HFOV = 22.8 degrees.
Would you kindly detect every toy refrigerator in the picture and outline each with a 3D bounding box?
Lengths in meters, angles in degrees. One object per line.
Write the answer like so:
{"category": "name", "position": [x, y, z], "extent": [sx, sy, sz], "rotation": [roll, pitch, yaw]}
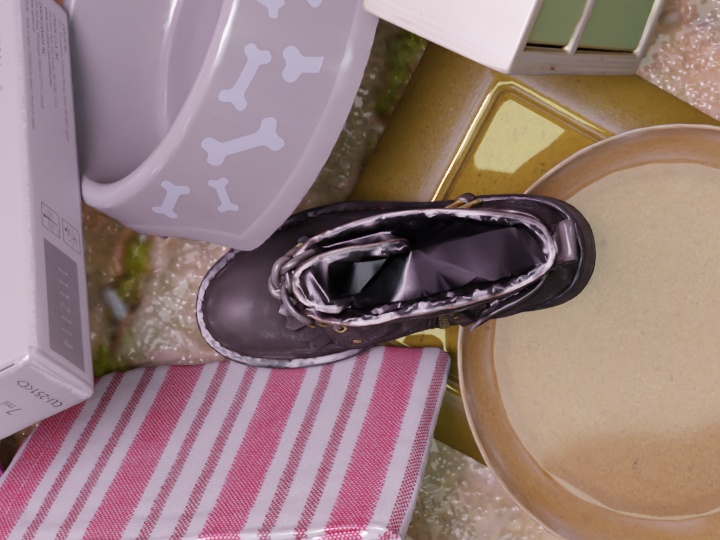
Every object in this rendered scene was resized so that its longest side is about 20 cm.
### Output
{"category": "toy refrigerator", "position": [0.077, -0.123, 0.717], "extent": [0.070, 0.200, 0.077], "rotation": [27, 104, 18]}

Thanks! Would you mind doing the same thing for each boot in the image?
{"category": "boot", "position": [0.000, 0.000, 0.710], "extent": [0.198, 0.174, 0.070], "rotation": [-13, 88, 17]}

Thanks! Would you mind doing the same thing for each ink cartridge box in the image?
{"category": "ink cartridge box", "position": [-0.198, -0.009, 0.741], "extent": [0.175, 0.202, 0.045], "rotation": [-24, 143, 19]}

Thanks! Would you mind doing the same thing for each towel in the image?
{"category": "towel", "position": [-0.063, 0.085, 0.774], "extent": [0.198, 0.147, 0.030], "rotation": [-6, 118, 16]}

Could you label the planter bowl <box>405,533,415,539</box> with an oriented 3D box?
{"category": "planter bowl", "position": [-0.037, 0.173, 0.800], "extent": [0.199, 0.200, 0.136], "rotation": [31, 68, -6]}

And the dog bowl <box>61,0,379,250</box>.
{"category": "dog bowl", "position": [-0.067, -0.106, 0.738], "extent": [0.058, 0.200, 0.202], "rotation": [15, 98, -31]}

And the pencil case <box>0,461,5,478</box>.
{"category": "pencil case", "position": [-0.200, 0.091, 0.822], "extent": [0.093, 0.091, 0.202], "rotation": [-22, 101, 1]}

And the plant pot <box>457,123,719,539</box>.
{"category": "plant pot", "position": [0.141, 0.034, 0.807], "extent": [0.198, 0.027, 0.203], "rotation": [0, 97, -3]}

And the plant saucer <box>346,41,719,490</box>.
{"category": "plant saucer", "position": [0.090, 0.001, 0.838], "extent": [0.199, 0.048, 0.201], "rotation": [27, 96, -6]}
